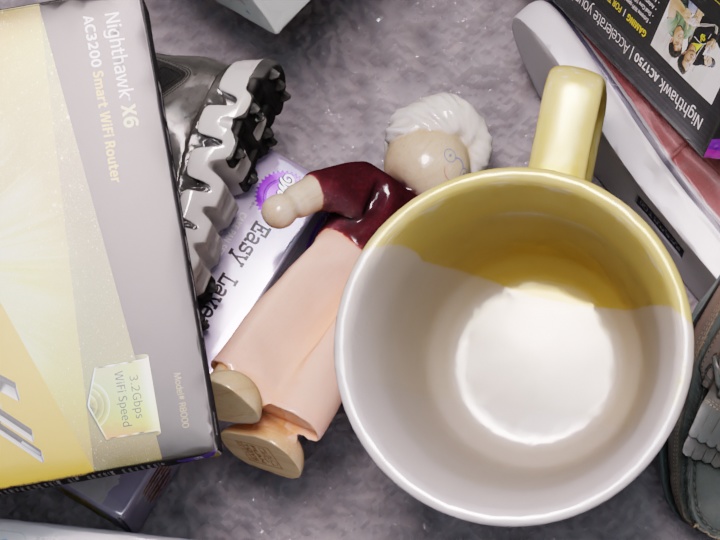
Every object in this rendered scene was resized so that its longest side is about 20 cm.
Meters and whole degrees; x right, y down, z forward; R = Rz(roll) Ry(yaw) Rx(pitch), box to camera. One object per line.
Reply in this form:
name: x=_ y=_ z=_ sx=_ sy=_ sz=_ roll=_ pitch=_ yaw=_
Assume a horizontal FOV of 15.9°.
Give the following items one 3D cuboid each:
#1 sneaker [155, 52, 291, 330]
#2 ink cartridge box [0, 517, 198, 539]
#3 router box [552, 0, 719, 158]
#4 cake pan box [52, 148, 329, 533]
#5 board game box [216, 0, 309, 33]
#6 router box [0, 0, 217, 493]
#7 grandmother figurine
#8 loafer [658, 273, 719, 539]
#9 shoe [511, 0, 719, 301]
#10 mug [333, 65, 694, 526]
sneaker: x=-0.107 y=-0.015 z=1.176 sx=0.090 sy=0.066 sz=0.200 roll=17 pitch=74 yaw=14
ink cartridge box: x=-0.118 y=0.178 z=1.171 sx=0.200 sy=0.042 sz=0.119 roll=6 pitch=74 yaw=-3
router box: x=0.147 y=-0.164 z=1.156 sx=0.051 sy=0.149 sz=0.200 roll=2 pitch=35 yaw=-33
cake pan box: x=-0.133 y=-0.003 z=1.231 sx=0.184 sy=0.052 sz=0.200 roll=31 pitch=77 yaw=10
board game box: x=-0.057 y=-0.211 z=1.227 sx=0.148 sy=0.064 sz=0.200 roll=-46 pitch=42 yaw=-9
router box: x=-0.152 y=-0.007 z=1.092 sx=0.157 sy=0.052 sz=0.200 roll=-10 pitch=84 yaw=-2
grandmother figurine: x=0.000 y=0.000 z=1.194 sx=0.061 sy=0.121 sz=0.200 roll=15 pitch=59 yaw=34
loafer: x=0.185 y=0.032 z=1.148 sx=0.072 sy=0.063 sz=0.200 roll=12 pitch=105 yaw=-14
shoe: x=0.163 y=-0.063 z=1.221 sx=0.091 sy=0.071 sz=0.200 roll=-36 pitch=80 yaw=-8
mug: x=0.086 y=0.024 z=1.143 sx=0.149 sy=0.153 sz=0.187 roll=44 pitch=92 yaw=9
